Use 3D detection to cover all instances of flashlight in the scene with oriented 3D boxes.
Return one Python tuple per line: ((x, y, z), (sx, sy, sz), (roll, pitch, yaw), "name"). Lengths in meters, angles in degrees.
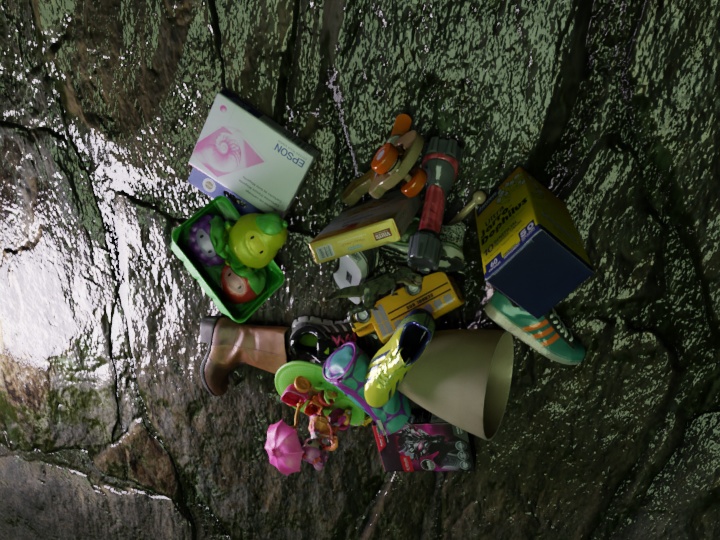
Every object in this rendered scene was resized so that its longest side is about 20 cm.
((0.112, -0.104, 0.933), (0.067, 0.204, 0.068), (22, 159, -22), "flashlight")

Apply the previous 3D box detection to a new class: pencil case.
((0.016, 0.225, 1.127), (0.084, 0.093, 0.200), (-18, 126, 36), "pencil case")

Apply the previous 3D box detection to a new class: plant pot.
((0.154, 0.184, 1.084), (0.197, 0.187, 0.191), (9, 119, 27), "plant pot")

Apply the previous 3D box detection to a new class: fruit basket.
((-0.219, -0.030, 1.075), (0.213, 0.156, 0.218), (29, 144, 23), "fruit basket")

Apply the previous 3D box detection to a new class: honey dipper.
((0.140, -0.063, 1.032), (0.038, 0.038, 0.200), (40, 117, -7), "honey dipper")

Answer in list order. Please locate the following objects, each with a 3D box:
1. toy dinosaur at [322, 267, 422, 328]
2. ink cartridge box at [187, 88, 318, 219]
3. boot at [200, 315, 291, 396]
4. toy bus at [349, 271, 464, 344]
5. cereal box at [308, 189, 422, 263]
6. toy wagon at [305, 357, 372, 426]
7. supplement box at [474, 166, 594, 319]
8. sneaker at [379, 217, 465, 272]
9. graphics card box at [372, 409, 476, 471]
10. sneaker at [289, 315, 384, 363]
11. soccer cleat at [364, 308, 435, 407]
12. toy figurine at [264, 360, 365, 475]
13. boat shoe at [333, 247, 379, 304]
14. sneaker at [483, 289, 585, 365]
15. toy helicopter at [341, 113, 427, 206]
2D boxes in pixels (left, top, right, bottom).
((0.011, 0.044, 1.003), (0.048, 0.197, 0.089), (51, 141, 32), "toy dinosaur")
((-0.200, -0.178, 1.064), (0.194, 0.043, 0.201), (32, 118, -3), "ink cartridge box")
((-0.227, 0.189, 1.241), (0.196, 0.068, 0.192), (8, 105, 16), "boot")
((0.080, 0.069, 1.075), (0.198, 0.065, 0.079), (-30, 79, 16), "toy bus")
((0.015, -0.078, 0.964), (0.141, 0.200, 0.040), (-16, 107, 21), "cereal box")
((-0.047, 0.256, 1.226), (0.154, 0.040, 0.201), (-27, 112, 34), "toy wagon")
((0.252, -0.047, 0.907), (0.109, 0.201, 0.109), (34, 120, -16), "supplement box")
((0.093, -0.058, 1.017), (0.197, 0.090, 0.077), (13, 158, 28), "sneaker")
((0.131, 0.347, 1.232), (0.196, 0.051, 0.128), (-7, 114, 17), "graphics card box")
((-0.049, 0.138, 1.153), (0.196, 0.088, 0.075), (4, 117, 13), "sneaker")
((0.059, 0.153, 1.016), (0.064, 0.084, 0.202), (30, 107, -2), "soccer cleat")
((-0.099, 0.302, 1.131), (0.198, 0.185, 0.151), (31, 129, -9), "toy figurine")
((0.000, 0.000, 1.053), (0.071, 0.063, 0.200), (46, 161, 10), "boat shoe")
((0.316, 0.089, 1.040), (0.198, 0.072, 0.081), (30, 116, -6), "sneaker")
((0.032, -0.166, 0.977), (0.078, 0.134, 0.199), (32, 146, -23), "toy helicopter")
